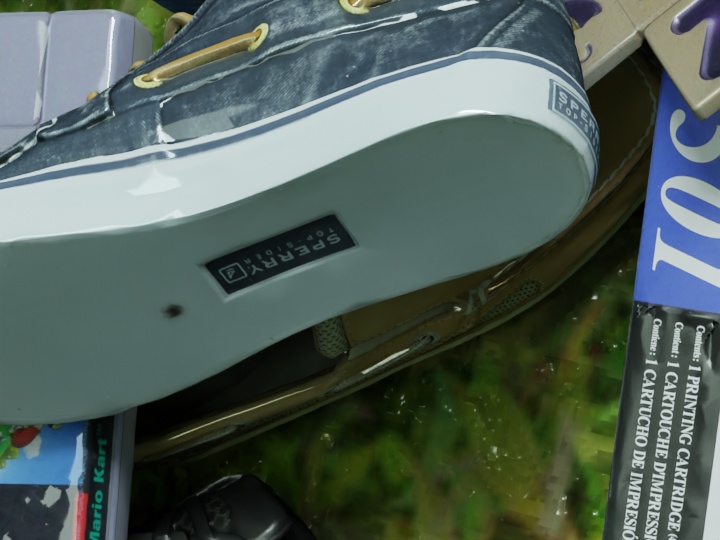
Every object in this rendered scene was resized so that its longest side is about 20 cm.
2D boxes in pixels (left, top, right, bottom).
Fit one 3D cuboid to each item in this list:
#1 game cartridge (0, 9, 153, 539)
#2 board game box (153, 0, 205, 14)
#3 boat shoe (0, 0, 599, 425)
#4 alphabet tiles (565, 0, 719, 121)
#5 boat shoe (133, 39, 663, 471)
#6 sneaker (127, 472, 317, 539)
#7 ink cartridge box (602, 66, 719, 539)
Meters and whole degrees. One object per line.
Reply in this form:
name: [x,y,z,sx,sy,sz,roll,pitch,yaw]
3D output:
game cartridge: [-0.120,0.032,0.764,0.129,0.038,0.201,-1,79,24]
board game box: [0.037,-0.138,0.814,0.199,0.034,0.136,3,80,25]
boat shoe: [-0.039,-0.029,0.711,0.199,0.071,0.091,-16,46,15]
alphabet tiles: [0.078,-0.107,0.728,0.200,0.008,0.168,-39,42,12]
boat shoe: [0.000,0.000,0.768,0.200,0.076,0.072,-36,91,19]
sneaker: [-0.058,0.097,0.788,0.199,0.070,0.100,21,87,18]
ink cartridge box: [0.114,0.024,0.718,0.093,0.044,0.201,9,93,26]
